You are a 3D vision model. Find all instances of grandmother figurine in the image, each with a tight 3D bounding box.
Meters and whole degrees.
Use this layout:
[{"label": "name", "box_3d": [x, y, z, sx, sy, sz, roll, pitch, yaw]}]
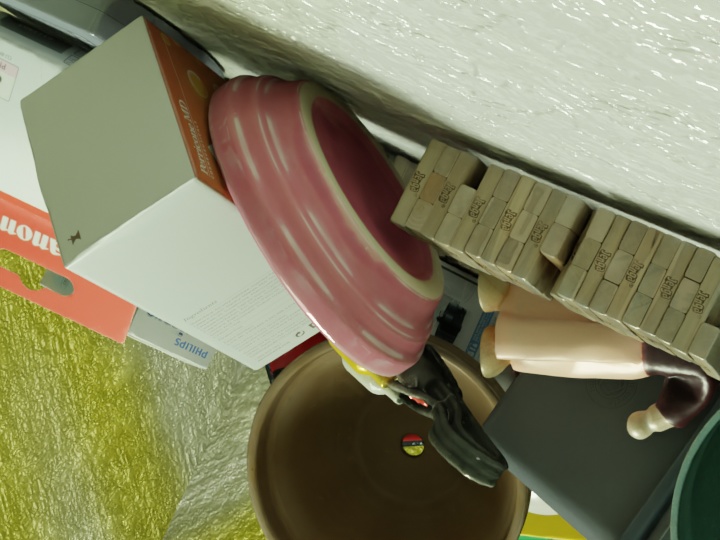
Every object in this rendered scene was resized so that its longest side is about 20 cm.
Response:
[{"label": "grandmother figurine", "box_3d": [0.169, 0.039, 1.002, 0.199, 0.122, 0.061, 1, -162, 24]}]

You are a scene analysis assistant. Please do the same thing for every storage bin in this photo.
[{"label": "storage bin", "box_3d": [0.176, 0.085, 1.091, 0.134, 0.200, 0.146, 36, 180, 18]}]

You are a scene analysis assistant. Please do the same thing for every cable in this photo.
[{"label": "cable", "box_3d": [0.041, 0.088, 1.066, 0.097, 0.050, 0.200, 38, -170, -36]}]

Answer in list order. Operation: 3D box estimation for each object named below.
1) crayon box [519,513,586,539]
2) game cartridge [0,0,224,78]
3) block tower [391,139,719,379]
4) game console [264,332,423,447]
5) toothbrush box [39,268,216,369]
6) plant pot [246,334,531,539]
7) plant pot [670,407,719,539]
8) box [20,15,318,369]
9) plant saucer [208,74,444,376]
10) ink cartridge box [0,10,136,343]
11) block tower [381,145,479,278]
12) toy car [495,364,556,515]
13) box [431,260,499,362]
[{"label": "crayon box", "box_3d": [0.166, 0.131, 1.457, 0.172, 0.201, 0.058, 1, 164, 35]}, {"label": "game cartridge", "box_3d": [-0.169, -0.159, 1.159, 0.133, 0.041, 0.200, 29, 179, 18]}, {"label": "block tower", "box_3d": [0.119, -0.009, 0.956, 0.199, 0.058, 0.054, 27, 178, 27]}, {"label": "game console", "box_3d": [-0.001, 0.091, 1.378, 0.199, 0.119, 0.173, -1, -127, -26]}, {"label": "toothbrush box", "box_3d": [-0.139, -0.046, 1.316, 0.086, 0.201, 0.145, 26, 179, -39]}, {"label": "plant pot", "box_3d": [0.027, 0.132, 1.213, 0.200, 0.202, 0.093, 25, -164, 10]}, {"label": "plant pot", "box_3d": [0.273, 0.116, 0.900, 0.199, 0.201, 0.134, 25, -156, 12]}, {"label": "box", "box_3d": [-0.096, -0.041, 1.042, 0.200, 0.097, 0.125, 34, -151, -54]}, {"label": "plant saucer", "box_3d": [-0.011, -0.036, 1.019, 0.201, 0.051, 0.201, 51, -161, -24]}, {"label": "ink cartridge box", "box_3d": [-0.209, -0.054, 1.173, 0.162, 0.201, 0.057, 25, -157, 4]}, {"label": "block tower", "box_3d": [0.017, -0.056, 1.223, 0.199, 0.054, 0.058, 25, 177, 7]}, {"label": "toy car", "box_3d": [0.168, 0.070, 1.256, 0.174, 0.151, 0.200, -13, -138, -8]}, {"label": "box", "box_3d": [0.000, 0.000, 1.232, 0.199, 0.060, 0.117, 26, 178, -22]}]
